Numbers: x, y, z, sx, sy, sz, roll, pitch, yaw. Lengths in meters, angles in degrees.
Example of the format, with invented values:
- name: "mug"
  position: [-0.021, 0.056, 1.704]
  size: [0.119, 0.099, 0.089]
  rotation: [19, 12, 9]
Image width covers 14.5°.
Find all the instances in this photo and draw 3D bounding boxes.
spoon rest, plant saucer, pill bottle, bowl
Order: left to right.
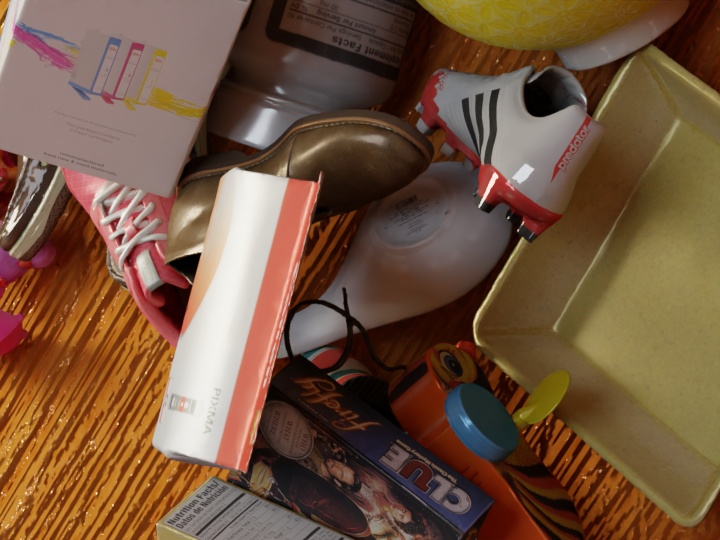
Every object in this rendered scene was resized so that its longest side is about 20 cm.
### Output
- name: "pill bottle"
  position: [-0.021, -0.166, 1.717]
  size: [0.113, 0.113, 0.201]
  rotation: [21, 94, 42]
- name: "spoon rest"
  position: [0.000, 0.000, 1.683]
  size: [0.199, 0.061, 0.100]
  rotation: [-24, 50, 9]
- name: "bowl"
  position: [0.125, -0.178, 1.581]
  size: [0.200, 0.200, 0.108]
  rotation: [-17, 112, 38]
- name: "plant saucer"
  position: [0.179, 0.009, 1.548]
  size: [0.200, 0.048, 0.200]
  rotation: [42, 108, 39]

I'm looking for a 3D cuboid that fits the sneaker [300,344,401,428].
- name: "sneaker"
  position: [-0.048, 0.135, 1.717]
  size: [0.200, 0.070, 0.093]
  rotation: [-63, 32, 13]

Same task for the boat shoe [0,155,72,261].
- name: "boat shoe"
  position: [-0.205, -0.109, 1.871]
  size: [0.203, 0.075, 0.075]
  rotation: [-66, 7, -7]

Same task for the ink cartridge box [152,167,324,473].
- name: "ink cartridge box"
  position: [-0.068, 0.026, 1.508]
  size: [0.200, 0.050, 0.163]
  rotation: [149, 136, -85]

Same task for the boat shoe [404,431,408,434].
- name: "boat shoe"
  position: [-0.003, 0.180, 1.653]
  size: [0.072, 0.071, 0.201]
  rotation: [26, 100, 41]

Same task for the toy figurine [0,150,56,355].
- name: "toy figurine"
  position: [-0.275, -0.030, 1.927]
  size: [0.200, 0.150, 0.184]
  rotation: [-35, 71, 2]

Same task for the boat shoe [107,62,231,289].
- name: "boat shoe"
  position: [-0.139, -0.089, 1.819]
  size: [0.075, 0.075, 0.203]
  rotation: [7, 85, 42]

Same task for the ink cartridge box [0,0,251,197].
- name: "ink cartridge box"
  position: [-0.135, -0.167, 1.659]
  size: [0.200, 0.125, 0.129]
  rotation: [116, 165, -46]

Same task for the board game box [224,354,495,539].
- name: "board game box"
  position: [-0.017, 0.157, 1.563]
  size: [0.135, 0.035, 0.200]
  rotation: [36, 135, 14]

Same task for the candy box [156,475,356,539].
- name: "candy box"
  position: [-0.015, 0.202, 1.523]
  size: [0.199, 0.055, 0.116]
  rotation: [21, 130, 28]

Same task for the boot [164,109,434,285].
- name: "boot"
  position: [-0.038, -0.038, 1.647]
  size: [0.200, 0.074, 0.076]
  rotation: [-18, 41, 43]

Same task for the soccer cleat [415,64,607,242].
- name: "soccer cleat"
  position: [0.088, -0.085, 1.604]
  size: [0.085, 0.069, 0.200]
  rotation: [-52, 21, 10]

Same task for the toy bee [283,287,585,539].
- name: "toy bee"
  position: [0.060, 0.080, 1.564]
  size: [0.131, 0.109, 0.201]
  rotation: [-19, 100, 24]

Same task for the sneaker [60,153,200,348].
- name: "sneaker"
  position: [-0.122, -0.019, 1.739]
  size: [0.074, 0.087, 0.200]
  rotation: [-38, 90, 18]
